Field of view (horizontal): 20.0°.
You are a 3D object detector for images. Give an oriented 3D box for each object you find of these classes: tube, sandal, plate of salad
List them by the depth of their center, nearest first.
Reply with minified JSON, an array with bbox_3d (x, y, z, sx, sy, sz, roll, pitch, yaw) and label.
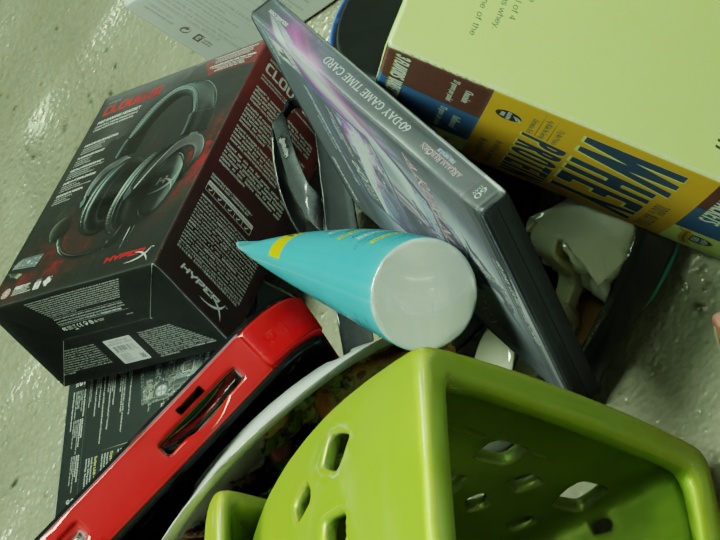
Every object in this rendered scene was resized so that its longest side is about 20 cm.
[{"bbox_3d":[0.000,0.000,0.992,0.200,0.077,0.051,-159,77,-71],"label":"tube"},{"bbox_3d":[-0.022,0.101,1.012,0.048,0.200,0.200,47,105,16],"label":"plate of salad"},{"bbox_3d":[-0.025,-0.041,1.136,0.042,0.076,0.202,-9,67,0],"label":"sandal"}]

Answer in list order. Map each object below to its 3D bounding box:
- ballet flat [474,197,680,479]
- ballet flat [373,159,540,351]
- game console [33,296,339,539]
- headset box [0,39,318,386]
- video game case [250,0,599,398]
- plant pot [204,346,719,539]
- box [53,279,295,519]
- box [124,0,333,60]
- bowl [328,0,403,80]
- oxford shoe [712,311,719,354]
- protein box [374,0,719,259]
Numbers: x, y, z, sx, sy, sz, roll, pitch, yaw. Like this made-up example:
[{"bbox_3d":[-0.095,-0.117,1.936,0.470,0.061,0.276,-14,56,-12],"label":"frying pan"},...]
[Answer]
[{"bbox_3d":[0.104,0.016,1.011,0.068,0.068,0.202,19,83,45],"label":"ballet flat"},{"bbox_3d":[0.061,-0.034,1.096,0.201,0.066,0.057,-65,13,-13],"label":"ballet flat"},{"bbox_3d":[-0.086,0.104,1.017,0.031,0.177,0.200,43,85,12],"label":"game console"},{"bbox_3d":[-0.111,-0.041,1.205,0.148,0.077,0.201,-13,41,41],"label":"headset box"},{"bbox_3d":[0.029,-0.034,0.955,0.019,0.143,0.200,-37,45,-8],"label":"video game case"},{"bbox_3d":[0.041,0.176,0.901,0.181,0.198,0.202,-30,52,37],"label":"plant pot"},{"bbox_3d":[-0.108,0.120,1.176,0.159,0.043,0.202,-19,57,36],"label":"box"},{"bbox_3d":[-0.048,-0.238,1.270,0.199,0.097,0.125,-30,50,30],"label":"box"},{"bbox_3d":[0.071,-0.146,1.095,0.199,0.040,0.202,-23,34,16],"label":"bowl"},{"bbox_3d":[0.223,0.075,0.883,0.073,0.071,0.200,-31,45,-5],"label":"oxford shoe"},{"bbox_3d":[0.132,-0.137,0.943,0.135,0.198,0.200,115,177,-80],"label":"protein box"}]
